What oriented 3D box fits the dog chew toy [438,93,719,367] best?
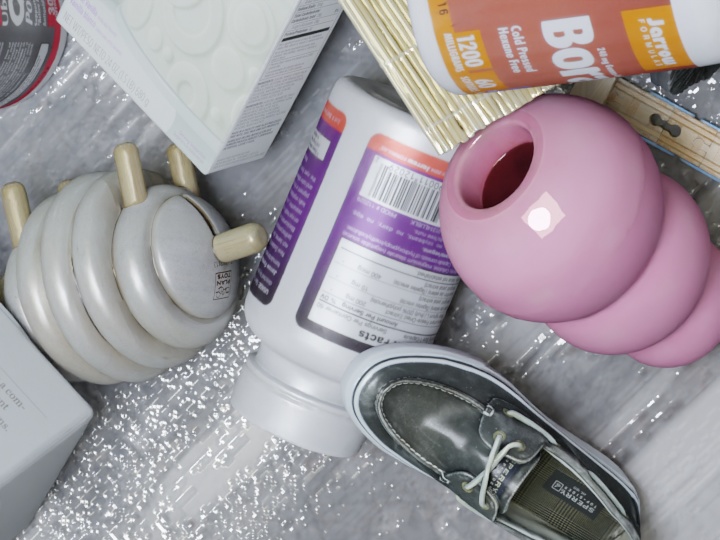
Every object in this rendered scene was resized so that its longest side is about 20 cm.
[{"bbox_3d":[0.135,-0.012,1.531,0.124,0.200,0.125,-27,47,32],"label":"dog chew toy"}]

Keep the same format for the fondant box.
[{"bbox_3d":[-0.078,-0.178,1.590,0.144,0.058,0.200,45,126,21],"label":"fondant box"}]

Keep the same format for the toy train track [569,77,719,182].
[{"bbox_3d":[0.207,-0.061,1.575,0.199,0.033,0.115,30,102,13],"label":"toy train track"}]

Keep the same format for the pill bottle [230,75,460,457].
[{"bbox_3d":[0.000,0.000,1.600,0.111,0.111,0.201,26,101,13],"label":"pill bottle"}]

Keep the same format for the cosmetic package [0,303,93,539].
[{"bbox_3d":[-0.294,0.110,1.620,0.167,0.200,0.166,47,145,9],"label":"cosmetic package"}]

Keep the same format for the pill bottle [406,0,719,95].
[{"bbox_3d":[0.130,-0.152,1.387,0.199,0.112,0.113,-6,92,21],"label":"pill bottle"}]

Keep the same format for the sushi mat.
[{"bbox_3d":[0.028,-0.166,1.480,0.095,0.012,0.201,-32,84,-6],"label":"sushi mat"}]

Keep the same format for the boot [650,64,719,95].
[{"bbox_3d":[0.106,-0.172,1.530,0.199,0.165,0.066,32,96,11],"label":"boot"}]

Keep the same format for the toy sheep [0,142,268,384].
[{"bbox_3d":[-0.137,-0.001,1.631,0.199,0.138,0.139,-17,89,39],"label":"toy sheep"}]

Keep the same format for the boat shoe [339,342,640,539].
[{"bbox_3d":[0.081,0.104,1.560,0.199,0.071,0.072,27,104,-19],"label":"boat shoe"}]

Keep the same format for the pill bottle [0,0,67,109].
[{"bbox_3d":[-0.254,-0.145,1.618,0.110,0.200,0.111,1,95,15],"label":"pill bottle"}]
